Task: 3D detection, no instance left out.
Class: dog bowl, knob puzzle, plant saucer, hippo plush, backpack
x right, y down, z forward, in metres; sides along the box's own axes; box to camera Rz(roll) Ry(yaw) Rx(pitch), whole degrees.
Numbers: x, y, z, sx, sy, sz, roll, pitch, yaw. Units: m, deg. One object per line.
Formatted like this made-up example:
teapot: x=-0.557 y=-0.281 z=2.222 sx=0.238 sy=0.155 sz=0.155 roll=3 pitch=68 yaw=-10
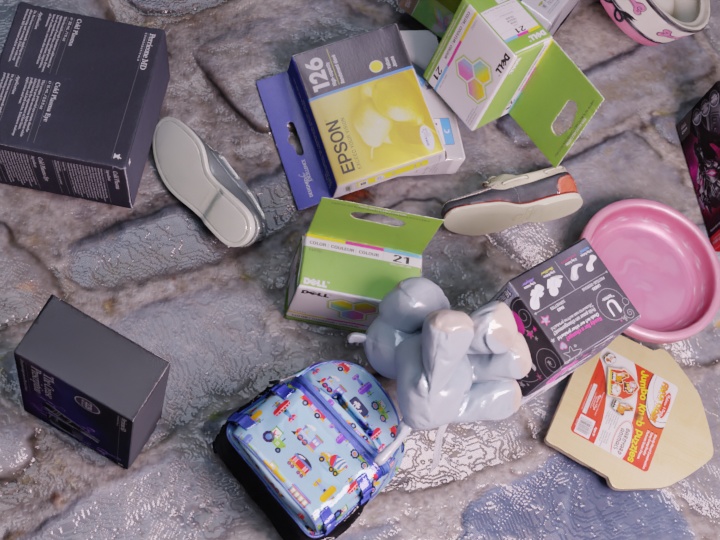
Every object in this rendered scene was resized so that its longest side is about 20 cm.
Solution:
dog bowl: x=0.406 y=-0.409 z=1.664 sx=0.199 sy=0.074 sz=0.201 roll=21 pitch=54 yaw=-33
knob puzzle: x=0.343 y=0.186 z=1.458 sx=0.218 sy=0.030 sz=0.221 roll=5 pitch=66 yaw=-11
plant saucer: x=0.370 y=0.005 z=1.526 sx=0.199 sy=0.051 sz=0.202 roll=5 pitch=64 yaw=-11
hippo plush: x=0.084 y=0.098 z=1.305 sx=0.159 sy=0.161 sz=0.201 roll=14 pitch=108 yaw=-33
backpack: x=-0.037 y=0.189 z=1.314 sx=0.200 sy=0.135 sz=0.183 roll=-35 pitch=80 yaw=-26

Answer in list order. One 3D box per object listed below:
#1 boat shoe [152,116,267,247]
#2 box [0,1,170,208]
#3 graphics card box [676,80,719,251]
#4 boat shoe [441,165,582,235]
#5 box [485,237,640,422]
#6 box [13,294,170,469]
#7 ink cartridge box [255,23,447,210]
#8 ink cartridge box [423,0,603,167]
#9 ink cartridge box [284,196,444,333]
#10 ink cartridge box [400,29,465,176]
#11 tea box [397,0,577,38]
boat shoe: x=-0.186 y=-0.108 z=1.455 sx=0.200 sy=0.073 sz=0.062 roll=51 pitch=23 yaw=18
box: x=-0.341 y=-0.198 z=1.410 sx=0.181 sy=0.104 sz=0.201 roll=11 pitch=66 yaw=0
graphics card box: x=0.497 y=-0.140 z=1.579 sx=0.051 sy=0.126 sz=0.201 roll=-4 pitch=69 yaw=-14
boat shoe: x=0.191 y=-0.094 z=1.520 sx=0.199 sy=0.071 sz=0.063 roll=-11 pitch=64 yaw=-19
box: x=0.208 y=0.075 z=1.372 sx=0.132 sy=0.200 sz=0.115 roll=-27 pitch=75 yaw=-29
box: x=-0.283 y=0.124 z=1.244 sx=0.141 sy=0.200 sz=0.079 roll=27 pitch=64 yaw=0
ink cartridge box: x=-0.015 y=-0.200 z=1.501 sx=0.199 sy=0.047 sz=0.199 roll=-18 pitch=71 yaw=-4
ink cartridge box: x=0.189 y=-0.232 z=1.472 sx=0.076 sy=0.148 sz=0.200 roll=-27 pitch=70 yaw=-32
ink cartridge box: x=0.000 y=0.000 z=1.363 sx=0.147 sy=0.200 sz=0.076 roll=11 pitch=66 yaw=-8
ink cartridge box: x=0.032 y=-0.220 z=1.550 sx=0.175 sy=0.045 sz=0.201 roll=-5 pitch=69 yaw=-16
tea box: x=0.193 y=-0.394 z=1.592 sx=0.196 sy=0.134 sz=0.200 roll=36 pitch=52 yaw=4
